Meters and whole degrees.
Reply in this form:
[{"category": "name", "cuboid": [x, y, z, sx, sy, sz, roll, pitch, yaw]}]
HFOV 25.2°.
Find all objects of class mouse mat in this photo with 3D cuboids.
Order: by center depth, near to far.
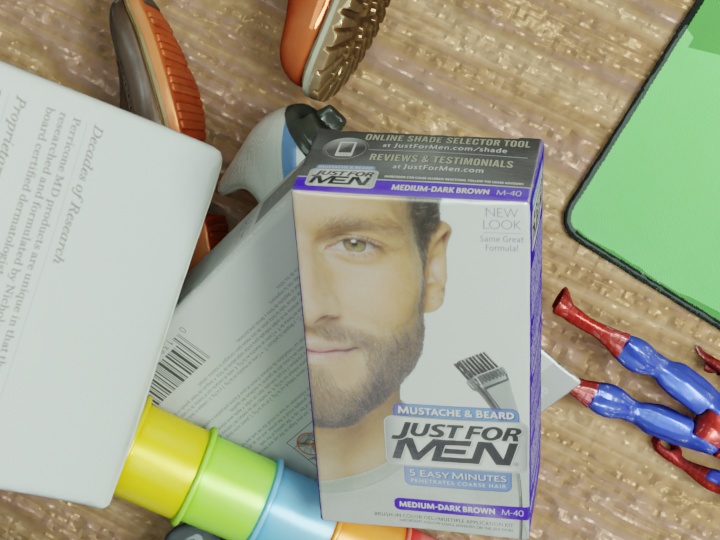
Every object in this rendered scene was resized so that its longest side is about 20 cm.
[{"category": "mouse mat", "cuboid": [0.230, -0.066, 0.907, 0.161, 0.008, 0.200, 32, 89, 6]}]

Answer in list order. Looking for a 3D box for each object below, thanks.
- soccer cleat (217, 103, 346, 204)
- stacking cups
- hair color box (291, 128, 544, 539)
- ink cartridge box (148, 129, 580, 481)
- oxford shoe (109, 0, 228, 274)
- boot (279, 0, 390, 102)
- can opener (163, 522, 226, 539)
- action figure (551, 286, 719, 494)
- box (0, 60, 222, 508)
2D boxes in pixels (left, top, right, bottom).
[{"category": "soccer cleat", "cuboid": [0.000, 0.000, 0.903, 0.086, 0.070, 0.200, -38, 86, 25]}, {"category": "stacking cups", "cuboid": [-0.038, 0.137, 0.864, 0.200, 0.061, 0.061, 27, 89, -8]}, {"category": "hair color box", "cuboid": [0.032, 0.034, 0.777, 0.109, 0.065, 0.200, 3, 123, 11]}, {"category": "ink cartridge box", "cuboid": [-0.012, 0.048, 0.860, 0.176, 0.045, 0.200, 39, 123, -16]}, {"category": "oxford shoe", "cuboid": [-0.124, -0.061, 0.911, 0.073, 0.071, 0.200, -12, 86, 10]}, {"category": "boot", "cuboid": [-0.030, -0.195, 0.912, 0.107, 0.075, 0.200, 11, 79, 9]}, {"category": "can opener", "cuboid": [-0.070, 0.237, 0.894, 0.066, 0.053, 0.200, -17, 85, 5]}, {"category": "action figure", "cuboid": [0.186, 0.080, 0.882, 0.200, 0.052, 0.065, 30, 95, 2]}, {"category": "box", "cuboid": [-0.216, -0.008, 0.826, 0.199, 0.171, 0.200, 16, 88, 47]}]
